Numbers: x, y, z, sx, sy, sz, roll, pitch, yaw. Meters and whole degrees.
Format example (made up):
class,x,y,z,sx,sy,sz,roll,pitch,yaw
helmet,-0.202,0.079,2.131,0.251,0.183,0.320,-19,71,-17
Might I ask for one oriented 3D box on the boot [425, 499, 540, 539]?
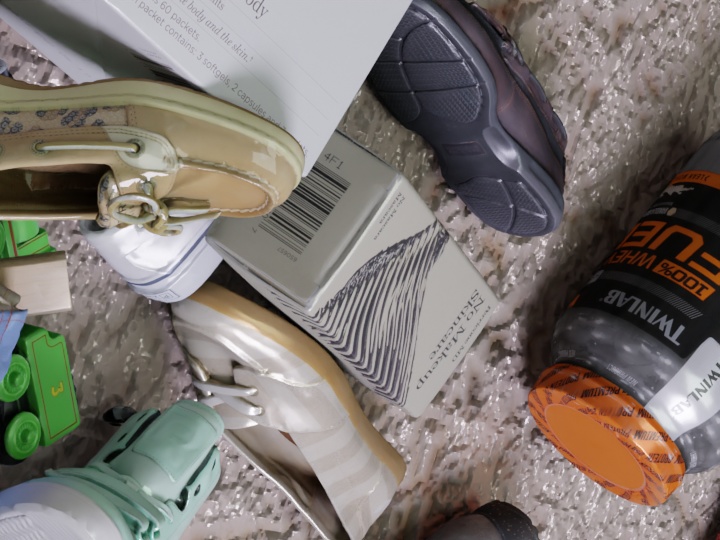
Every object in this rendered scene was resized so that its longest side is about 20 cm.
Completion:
class,x,y,z,sx,sy,sz,roll,pitch,yaw
boot,0.040,0.233,1.517,0.131,0.070,0.201,-19,106,-34

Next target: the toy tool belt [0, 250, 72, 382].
class,x,y,z,sx,sy,sz,roll,pitch,yaw
toy tool belt,-0.197,0.079,1.188,0.122,0.125,0.201,12,97,-32

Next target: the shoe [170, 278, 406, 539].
class,x,y,z,sx,sy,sz,roll,pitch,yaw
shoe,-0.038,0.073,1.373,0.054,0.070,0.200,-60,137,-20

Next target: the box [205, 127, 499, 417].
class,x,y,z,sx,sy,sz,roll,pitch,yaw
box,0.000,0.000,1.331,0.082,0.068,0.200,-55,157,-4

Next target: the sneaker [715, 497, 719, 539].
class,x,y,z,sx,sy,sz,roll,pitch,yaw
sneaker,0.239,0.210,1.664,0.071,0.098,0.201,36,81,-46

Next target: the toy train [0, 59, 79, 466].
class,x,y,z,sx,sy,sz,roll,pitch,yaw
toy train,-0.165,-0.006,1.250,0.056,0.042,0.201,-32,125,-43

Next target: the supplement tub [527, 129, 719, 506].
class,x,y,z,sx,sy,sz,roll,pitch,yaw
supplement tub,0.189,0.026,1.534,0.200,0.122,0.123,-49,132,-20

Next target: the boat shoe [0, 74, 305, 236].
class,x,y,z,sx,sy,sz,roll,pitch,yaw
boat shoe,-0.124,-0.040,1.154,0.073,0.199,0.063,92,4,-63

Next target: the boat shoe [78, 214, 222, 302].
class,x,y,z,sx,sy,sz,roll,pitch,yaw
boat shoe,-0.058,-0.080,1.297,0.067,0.073,0.201,38,78,-46

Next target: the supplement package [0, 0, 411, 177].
class,x,y,z,sx,sy,sz,roll,pitch,yaw
supplement package,-0.061,-0.177,1.206,0.152,0.150,0.201,41,76,-43

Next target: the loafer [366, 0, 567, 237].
class,x,y,z,sx,sy,sz,roll,pitch,yaw
loafer,0.056,-0.097,1.415,0.200,0.072,0.063,55,47,-46

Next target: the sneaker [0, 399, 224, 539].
class,x,y,z,sx,sy,sz,roll,pitch,yaw
sneaker,-0.112,0.096,1.261,0.118,0.074,0.200,-54,176,-16
